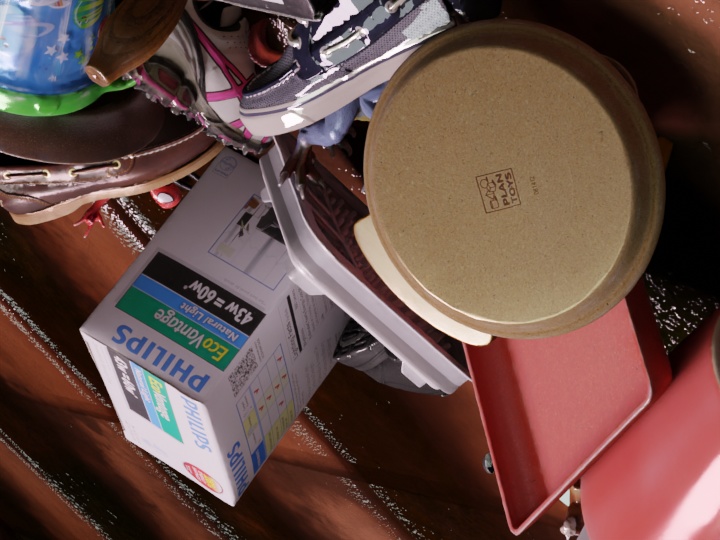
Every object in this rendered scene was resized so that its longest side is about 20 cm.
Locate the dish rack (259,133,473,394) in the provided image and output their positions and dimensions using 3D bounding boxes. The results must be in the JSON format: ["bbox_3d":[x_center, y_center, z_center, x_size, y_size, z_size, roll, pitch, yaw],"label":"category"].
[{"bbox_3d":[0.000,0.000,1.289,0.200,0.043,0.172,41,-165,-32],"label":"dish rack"}]

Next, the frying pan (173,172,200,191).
[{"bbox_3d":[-0.225,-0.106,1.457,0.191,0.115,0.031,53,-174,-10],"label":"frying pan"}]

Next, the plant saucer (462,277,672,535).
[{"bbox_3d":[0.127,0.037,1.145,0.036,0.201,0.200,1,148,-23],"label":"plant saucer"}]

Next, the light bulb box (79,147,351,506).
[{"bbox_3d":[-0.107,0.048,1.472,0.124,0.200,0.199,28,155,20],"label":"light bulb box"}]

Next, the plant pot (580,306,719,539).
[{"bbox_3d":[0.252,0.106,1.098,0.200,0.201,0.178,32,145,11],"label":"plant pot"}]

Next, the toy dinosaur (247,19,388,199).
[{"bbox_3d":[0.012,-0.115,1.152,0.200,0.105,0.181,50,136,1],"label":"toy dinosaur"}]

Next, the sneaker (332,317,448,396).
[{"bbox_3d":[0.056,0.061,1.446,0.090,0.076,0.200,34,166,-18],"label":"sneaker"}]

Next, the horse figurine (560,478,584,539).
[{"bbox_3d":[0.142,0.090,1.288,0.050,0.202,0.133,-14,166,13],"label":"horse figurine"}]

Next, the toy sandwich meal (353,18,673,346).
[{"bbox_3d":[0.090,-0.049,1.047,0.204,0.070,0.207,8,108,24],"label":"toy sandwich meal"}]

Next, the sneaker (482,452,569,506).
[{"bbox_3d":[0.152,0.130,1.405,0.118,0.074,0.201,28,158,9],"label":"sneaker"}]

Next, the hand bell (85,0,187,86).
[{"bbox_3d":[-0.089,-0.178,1.022,0.104,0.200,0.104,30,157,14],"label":"hand bell"}]

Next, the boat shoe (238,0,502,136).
[{"bbox_3d":[-0.015,-0.155,1.086,0.199,0.075,0.093,-22,116,35],"label":"boat shoe"}]

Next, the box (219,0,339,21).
[{"bbox_3d":[-0.040,-0.251,0.863,0.086,0.164,0.201,17,149,38],"label":"box"}]

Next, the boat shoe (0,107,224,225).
[{"bbox_3d":[-0.201,-0.095,1.401,0.199,0.071,0.071,-20,130,10],"label":"boat shoe"}]

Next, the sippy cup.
[{"bbox_3d":[-0.227,-0.201,1.262,0.140,0.177,0.131,59,142,32],"label":"sippy cup"}]

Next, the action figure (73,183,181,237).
[{"bbox_3d":[-0.234,-0.108,1.504,0.200,0.099,0.065,45,157,-23],"label":"action figure"}]

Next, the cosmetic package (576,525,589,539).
[{"bbox_3d":[0.221,0.197,1.269,0.107,0.201,0.085,10,151,45],"label":"cosmetic package"}]

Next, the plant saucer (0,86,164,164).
[{"bbox_3d":[-0.239,-0.151,1.341,0.199,0.200,0.032,32,126,13],"label":"plant saucer"}]

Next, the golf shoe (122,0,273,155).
[{"bbox_3d":[-0.098,-0.143,1.261,0.072,0.092,0.200,36,-178,26],"label":"golf shoe"}]
